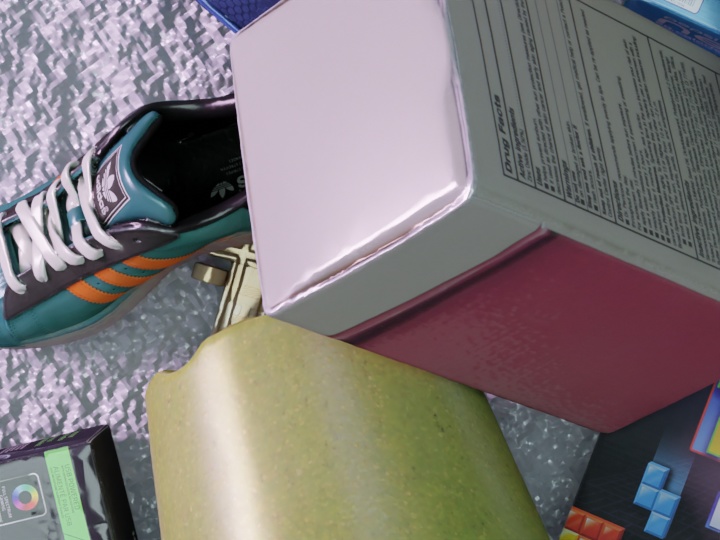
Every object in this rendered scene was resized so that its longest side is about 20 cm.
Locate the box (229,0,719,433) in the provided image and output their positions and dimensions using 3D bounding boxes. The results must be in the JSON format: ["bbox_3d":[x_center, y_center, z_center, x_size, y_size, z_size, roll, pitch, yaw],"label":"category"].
[{"bbox_3d":[0.061,-0.032,0.995,0.109,0.200,0.128,-31,54,35],"label":"box"}]

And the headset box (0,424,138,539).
[{"bbox_3d":[-0.169,0.169,1.072,0.200,0.093,0.175,-13,91,-1],"label":"headset box"}]

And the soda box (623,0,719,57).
[{"bbox_3d":[0.214,-0.098,1.083,0.200,0.068,0.064,25,90,0],"label":"soda box"}]

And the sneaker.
[{"bbox_3d":[-0.098,-0.028,1.057,0.200,0.080,0.072,-24,70,16],"label":"sneaker"}]

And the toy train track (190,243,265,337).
[{"bbox_3d":[0.000,0.000,1.101,0.200,0.033,0.115,16,90,-1],"label":"toy train track"}]

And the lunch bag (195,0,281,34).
[{"bbox_3d":[-0.044,-0.196,1.049,0.200,0.132,0.136,41,115,1],"label":"lunch bag"}]

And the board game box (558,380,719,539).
[{"bbox_3d":[0.192,0.096,1.048,0.200,0.057,0.166,21,93,27],"label":"board game box"}]

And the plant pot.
[{"bbox_3d":[-0.003,0.117,1.027,0.200,0.200,0.185,-17,70,0],"label":"plant pot"}]
